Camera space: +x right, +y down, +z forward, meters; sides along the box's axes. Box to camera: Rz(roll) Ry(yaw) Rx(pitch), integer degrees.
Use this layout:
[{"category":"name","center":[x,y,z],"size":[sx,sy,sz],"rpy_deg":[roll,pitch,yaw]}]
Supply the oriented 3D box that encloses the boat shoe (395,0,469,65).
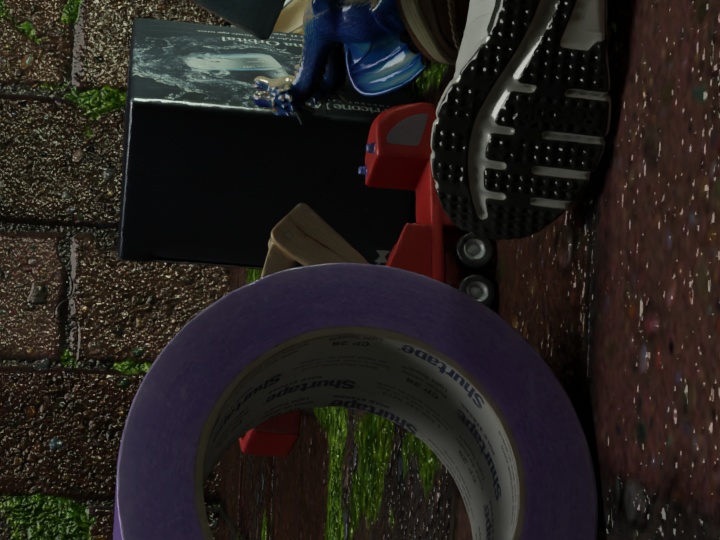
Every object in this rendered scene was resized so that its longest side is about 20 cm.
[{"category":"boat shoe","center":[0.056,-0.202,0.740],"size":[0.074,0.075,0.204],"rpy_deg":[9,113,39]}]

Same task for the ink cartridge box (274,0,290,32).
[{"category":"ink cartridge box","center":[-0.059,-0.239,1.447],"size":[0.200,0.083,0.146],"rpy_deg":[116,155,-69]}]

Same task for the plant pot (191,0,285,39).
[{"category":"plant pot","center":[-0.085,-0.268,0.782],"size":[0.201,0.196,0.196],"rpy_deg":[-59,11,14]}]

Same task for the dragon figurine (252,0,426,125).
[{"category":"dragon figurine","center":[0.017,-0.144,0.894],"size":[0.059,0.199,0.100],"rpy_deg":[-53,-51,-49]}]

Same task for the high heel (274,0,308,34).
[{"category":"high heel","center":[-0.062,-0.234,1.278],"size":[0.072,0.141,0.201],"rpy_deg":[-104,19,-62]}]

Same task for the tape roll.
[{"category":"tape roll","center":[-0.006,0.104,0.639],"size":[0.085,0.198,0.201],"rpy_deg":[111,160,-61]}]

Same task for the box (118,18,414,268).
[{"category":"box","center":[-0.070,-0.091,1.069],"size":[0.200,0.195,0.118],"rpy_deg":[-107,23,-64]}]

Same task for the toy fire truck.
[{"category":"toy fire truck","center":[0.000,0.000,0.820],"size":[0.049,0.140,0.201],"rpy_deg":[115,156,-67]}]

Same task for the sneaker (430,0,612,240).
[{"category":"sneaker","center":[0.078,-0.109,0.641],"size":[0.080,0.073,0.201],"rpy_deg":[-73,-5,-65]}]
